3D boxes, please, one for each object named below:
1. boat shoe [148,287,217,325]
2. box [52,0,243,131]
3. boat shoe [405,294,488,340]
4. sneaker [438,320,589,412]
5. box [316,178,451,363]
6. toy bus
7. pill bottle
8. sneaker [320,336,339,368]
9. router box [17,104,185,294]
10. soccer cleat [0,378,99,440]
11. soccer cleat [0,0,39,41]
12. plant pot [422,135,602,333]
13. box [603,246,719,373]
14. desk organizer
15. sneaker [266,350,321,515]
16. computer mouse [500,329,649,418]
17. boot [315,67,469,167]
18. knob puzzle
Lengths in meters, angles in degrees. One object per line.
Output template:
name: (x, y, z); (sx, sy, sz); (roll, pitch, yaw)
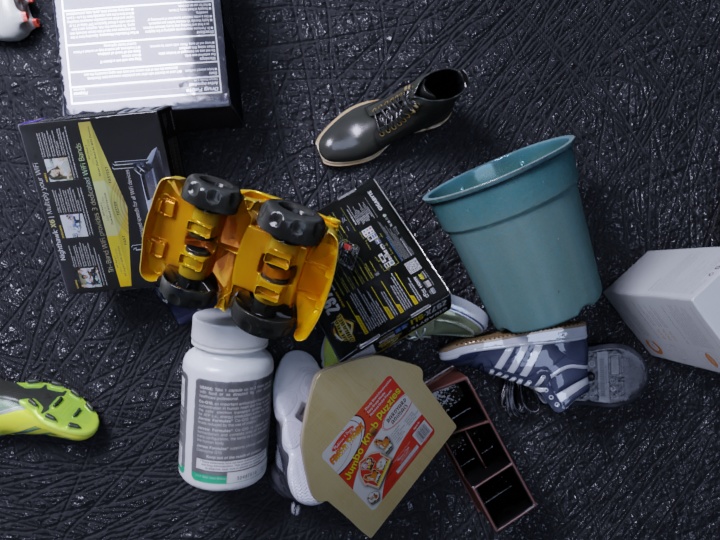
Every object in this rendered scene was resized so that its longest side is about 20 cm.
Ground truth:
boat shoe: (-0.181, -0.010, 0.772); (0.198, 0.075, 0.094); (-30, 99, 3)
box: (-0.258, -0.281, 0.730); (0.196, 0.123, 0.202); (-5, 90, -4)
boat shoe: (0.069, 0.062, 0.782); (0.197, 0.072, 0.063); (13, 64, 8)
sneaker: (0.207, 0.134, 0.777); (0.196, 0.070, 0.110); (-9, 90, 4)
box: (0.000, 0.000, 0.752); (0.158, 0.049, 0.201); (-31, 64, -3)
toy bus: (-0.119, -0.036, 0.668); (0.197, 0.192, 0.137); (20, 110, -3)
pill bottle: (-0.166, 0.156, 0.733); (0.111, 0.113, 0.204); (5, 99, -6)
sneaker: (-0.006, 0.167, 0.774); (0.077, 0.090, 0.204); (-10, 90, -4)
router box: (-0.280, -0.078, 0.678); (0.154, 0.052, 0.203); (-4, 111, 2)
soccer cleat: (-0.437, 0.184, 0.755); (0.197, 0.065, 0.085); (17, 118, -10)
soccer cleat: (-0.466, -0.394, 0.740); (0.076, 0.069, 0.204); (-8, 94, -3)
plant pot: (0.207, -0.041, 0.753); (0.198, 0.200, 0.199); (-25, 100, -5)
box: (0.434, 0.049, 0.762); (0.097, 0.200, 0.125); (-40, 94, -4)
desk organizer: (0.153, 0.238, 0.796); (0.071, 0.077, 0.202); (-29, 93, -5)
sneaker: (-0.088, 0.215, 0.773); (0.074, 0.114, 0.203); (5, 54, -23)
computer mouse: (0.298, 0.139, 0.828); (0.196, 0.053, 0.141); (2, 92, 7)
boot: (0.036, -0.202, 0.753); (0.198, 0.138, 0.078); (-27, 93, -4)
knob puzzle: (0.005, 0.190, 0.710); (0.216, 0.030, 0.224); (-2, 95, -29)
